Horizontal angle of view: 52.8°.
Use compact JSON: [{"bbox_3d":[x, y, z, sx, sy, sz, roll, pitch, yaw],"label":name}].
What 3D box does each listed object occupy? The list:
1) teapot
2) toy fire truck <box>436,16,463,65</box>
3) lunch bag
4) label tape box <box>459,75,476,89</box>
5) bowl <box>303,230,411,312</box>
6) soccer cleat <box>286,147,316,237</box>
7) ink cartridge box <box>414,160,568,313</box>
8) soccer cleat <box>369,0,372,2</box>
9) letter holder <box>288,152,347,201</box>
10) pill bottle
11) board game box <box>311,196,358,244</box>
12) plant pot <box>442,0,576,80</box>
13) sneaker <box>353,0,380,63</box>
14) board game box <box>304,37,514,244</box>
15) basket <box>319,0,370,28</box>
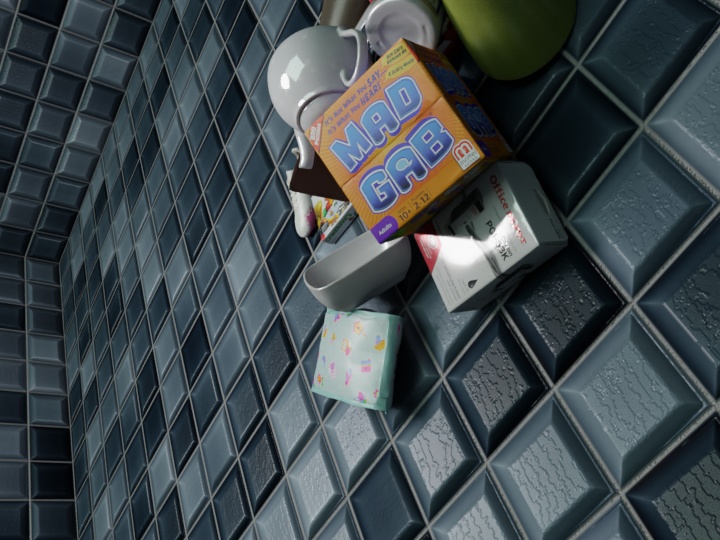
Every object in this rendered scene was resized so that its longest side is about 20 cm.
[{"bbox_3d":[-0.055,-0.290,1.190,0.194,0.200,0.149,-21,61,10],"label":"teapot"},{"bbox_3d":[0.130,-0.453,1.331,0.169,0.111,0.200,-52,41,9],"label":"toy fire truck"},{"bbox_3d":[0.008,0.156,1.299,0.199,0.120,0.174,0,79,60],"label":"lunch bag"},{"bbox_3d":[0.102,-0.264,1.263,0.063,0.143,0.202,39,115,18],"label":"label tape box"},{"bbox_3d":[0.000,0.000,1.311,0.197,0.076,0.200,-31,16,-5],"label":"bowl"},{"bbox_3d":[-0.137,-0.180,1.637,0.069,0.085,0.205,-4,77,54],"label":"soccer cleat"},{"bbox_3d":[0.193,-0.049,1.101,0.200,0.082,0.149,-43,62,40],"label":"ink cartridge box"},{"bbox_3d":[0.051,-0.466,1.467,0.068,0.072,0.205,-24,61,49],"label":"soccer cleat"},{"bbox_3d":[-0.059,-0.247,1.411,0.201,0.139,0.102,-56,39,42],"label":"letter holder"},{"bbox_3d":[0.086,-0.438,1.162,0.119,0.119,0.203,-31,32,46],"label":"pill bottle"},{"bbox_3d":[-0.031,-0.168,1.526,0.200,0.034,0.128,-48,44,36],"label":"board game box"},{"bbox_3d":[0.200,-0.421,1.093,0.184,0.198,0.191,-14,67,35],"label":"plant pot"},{"bbox_3d":[0.018,-0.376,1.291,0.200,0.069,0.110,-51,47,48],"label":"sneaker"},{"bbox_3d":[0.079,-0.190,1.089,0.199,0.199,0.202,-38,83,24],"label":"board game box"},{"bbox_3d":[-0.019,-0.567,1.551,0.180,0.133,0.204,-140,63,-66],"label":"basket"}]
